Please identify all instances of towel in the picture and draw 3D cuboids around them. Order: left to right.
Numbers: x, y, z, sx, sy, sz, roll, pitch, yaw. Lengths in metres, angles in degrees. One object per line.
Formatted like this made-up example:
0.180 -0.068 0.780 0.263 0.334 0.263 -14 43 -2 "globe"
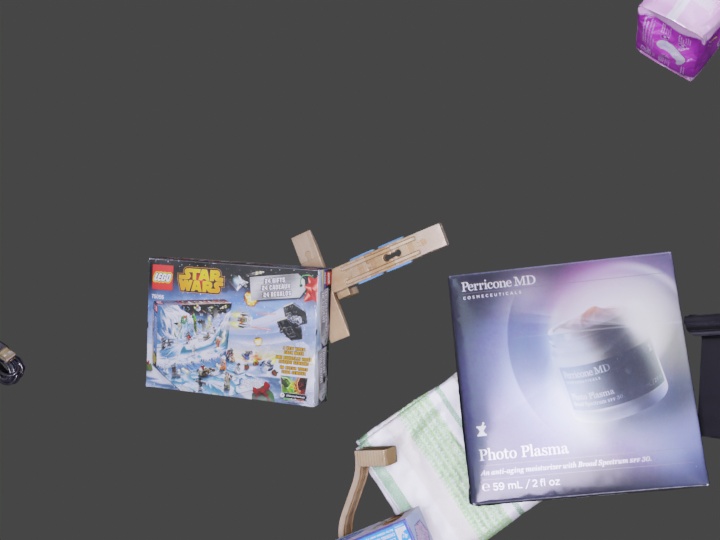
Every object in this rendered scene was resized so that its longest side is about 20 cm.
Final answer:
0.112 0.176 0.933 0.199 0.031 0.150 -35 77 6 "towel"

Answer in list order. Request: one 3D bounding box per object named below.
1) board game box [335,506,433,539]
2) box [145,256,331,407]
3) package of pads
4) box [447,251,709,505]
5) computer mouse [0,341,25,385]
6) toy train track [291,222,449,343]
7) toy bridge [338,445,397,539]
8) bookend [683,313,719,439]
0.008 0.352 0.894 0.198 0.041 0.202 -28 83 22 "board game box"
-0.128 0.060 0.991 0.197 0.040 0.139 4 95 20 "box"
0.340 -0.288 0.885 0.075 0.120 0.201 36 92 18 "package of pads"
0.184 0.100 0.852 0.197 0.123 0.201 -7 75 5 "box"
-0.464 0.166 1.090 0.109 0.044 0.202 23 83 13 "computer mouse"
0.000 0.000 0.978 0.198 0.032 0.116 -23 85 20 "toy train track"
0.013 0.273 0.927 0.066 0.027 0.203 -6 91 29 "toy bridge"
0.370 0.143 0.780 0.197 0.092 0.202 8 82 -15 "bookend"
